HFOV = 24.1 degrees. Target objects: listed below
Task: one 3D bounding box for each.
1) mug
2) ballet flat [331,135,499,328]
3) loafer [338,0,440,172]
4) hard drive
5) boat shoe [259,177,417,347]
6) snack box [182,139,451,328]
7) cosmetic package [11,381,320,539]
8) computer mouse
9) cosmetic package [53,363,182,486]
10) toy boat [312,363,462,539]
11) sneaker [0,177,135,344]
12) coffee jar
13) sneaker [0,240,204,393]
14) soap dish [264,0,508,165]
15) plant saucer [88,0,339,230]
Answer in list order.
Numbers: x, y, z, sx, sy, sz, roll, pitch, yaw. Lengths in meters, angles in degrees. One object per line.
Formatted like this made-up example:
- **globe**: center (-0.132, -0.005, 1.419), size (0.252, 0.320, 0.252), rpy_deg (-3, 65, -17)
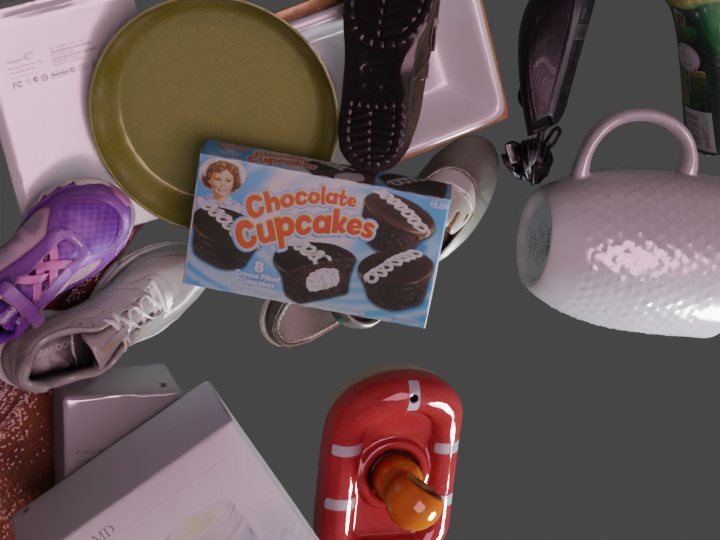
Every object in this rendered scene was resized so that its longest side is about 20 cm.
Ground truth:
- **mug**: center (0.239, -0.045, 1.499), size (0.175, 0.148, 0.200), rpy_deg (5, 100, -15)
- **ballet flat**: center (0.051, -0.029, 1.411), size (0.067, 0.064, 0.200), rpy_deg (41, 88, -9)
- **loafer**: center (0.022, -0.178, 1.336), size (0.073, 0.071, 0.200), rpy_deg (13, 94, 11)
- **hard drive**: center (-0.228, -0.126, 1.364), size (0.132, 0.026, 0.200), rpy_deg (-17, 112, -14)
- **boat shoe**: center (-0.002, -0.002, 1.468), size (0.202, 0.060, 0.072), rpy_deg (-40, 115, -4)
- **snack box**: center (-0.035, -0.029, 1.343), size (0.200, 0.037, 0.116), rpy_deg (10, 115, 0)
- **cosmetic package**: center (-0.143, 0.236, 1.372), size (0.199, 0.123, 0.200), rpy_deg (-35, 107, -5)
- **computer mouse**: center (0.155, -0.176, 1.453), size (0.053, 0.138, 0.200), rpy_deg (16, 97, 13)
- **cosmetic package**: center (-0.209, 0.187, 1.448), size (0.101, 0.071, 0.200), rpy_deg (-3, 108, -18)
- **toy boat**: center (0.035, 0.187, 1.504), size (0.130, 0.131, 0.200), rpy_deg (-1, 107, -20)
- **sneaker**: center (-0.263, 0.006, 1.336), size (0.200, 0.088, 0.081), rpy_deg (-34, 115, 11)
- **coffee jar**: center (0.329, -0.210, 1.508), size (0.104, 0.085, 0.200), rpy_deg (-19, 114, -11)
- **sneaker**: center (-0.203, 0.047, 1.390), size (0.200, 0.092, 0.076), rpy_deg (-32, 114, -15)
- **soap dish**: center (0.012, -0.168, 1.408), size (0.200, 0.081, 0.157), rpy_deg (-22, 113, -12)
- **plant saucer**: center (-0.115, -0.126, 1.342), size (0.200, 0.031, 0.200), rpy_deg (2, 115, 4)
